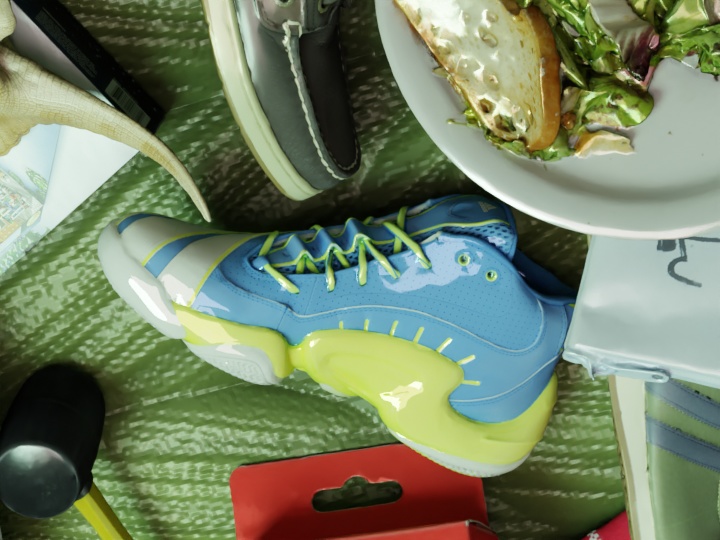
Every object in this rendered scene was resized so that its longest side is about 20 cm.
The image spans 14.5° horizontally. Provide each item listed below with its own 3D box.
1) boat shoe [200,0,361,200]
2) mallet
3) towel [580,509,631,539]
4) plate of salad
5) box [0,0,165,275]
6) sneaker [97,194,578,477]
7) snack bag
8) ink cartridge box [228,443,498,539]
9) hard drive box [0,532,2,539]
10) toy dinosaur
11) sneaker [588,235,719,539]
[{"bbox_3d":[-0.026,-0.125,1.066,0.066,0.072,0.202,-10,106,18],"label":"boat shoe"},{"bbox_3d":[-0.089,0.126,1.202,0.041,0.066,0.200,-25,121,18],"label":"mallet"},{"bbox_3d":[0.077,0.207,1.159,0.200,0.022,0.145,-35,77,3],"label":"towel"},{"bbox_3d":[0.103,-0.112,1.024,0.199,0.048,0.201,-1,80,4],"label":"plate of salad"},{"bbox_3d":[-0.195,-0.086,1.124,0.136,0.038,0.200,-39,102,20],"label":"box"},{"bbox_3d":[0.000,0.000,1.110,0.199,0.076,0.105,25,107,-22],"label":"sneaker"},{"bbox_3d":[0.185,-0.038,1.047,0.188,0.021,0.201,12,81,1],"label":"snack bag"},{"bbox_3d":[0.001,0.168,1.136,0.116,0.067,0.201,-9,79,11],"label":"ink cartridge box"},{"bbox_3d":[-0.268,0.115,1.120,0.199,0.156,0.077,5,115,28],"label":"hard drive box"},{"bbox_3d":[-0.147,-0.080,1.080,0.199,0.058,0.102,8,128,13],"label":"toy dinosaur"},{"bbox_3d":[0.142,0.043,1.096,0.089,0.067,0.201,-7,102,6],"label":"sneaker"}]
